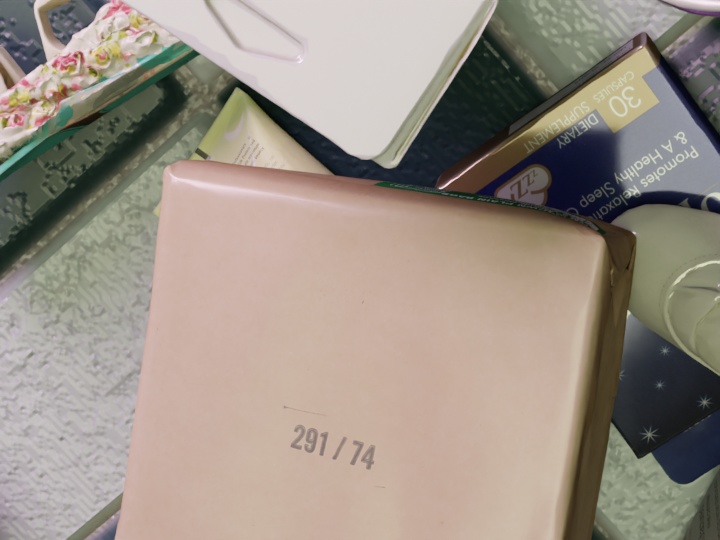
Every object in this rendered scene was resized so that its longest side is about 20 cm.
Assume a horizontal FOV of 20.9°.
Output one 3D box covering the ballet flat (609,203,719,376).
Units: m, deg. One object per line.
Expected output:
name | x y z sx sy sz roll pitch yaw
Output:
ballet flat | 0.196 0.039 0.876 0.200 0.069 0.069 34 109 -5

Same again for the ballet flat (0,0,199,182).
ballet flat | -0.143 -0.092 0.911 0.200 0.076 0.064 -33 94 7

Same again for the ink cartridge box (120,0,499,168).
ink cartridge box | -0.015 -0.133 0.807 0.146 0.200 0.084 32 108 -4

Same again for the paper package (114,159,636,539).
paper package | 0.007 0.056 0.859 0.200 0.103 0.191 9 96 15

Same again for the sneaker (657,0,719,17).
sneaker | 0.207 -0.136 0.825 0.200 0.114 0.073 -6 106 8

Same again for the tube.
tube | 0.000 0.000 0.934 0.200 0.052 0.058 36 66 4

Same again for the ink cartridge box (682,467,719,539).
ink cartridge box | 0.172 0.210 0.923 0.085 0.145 0.200 21 111 0

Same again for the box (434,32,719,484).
box | 0.143 0.003 0.922 0.121 0.032 0.200 -35 101 16
